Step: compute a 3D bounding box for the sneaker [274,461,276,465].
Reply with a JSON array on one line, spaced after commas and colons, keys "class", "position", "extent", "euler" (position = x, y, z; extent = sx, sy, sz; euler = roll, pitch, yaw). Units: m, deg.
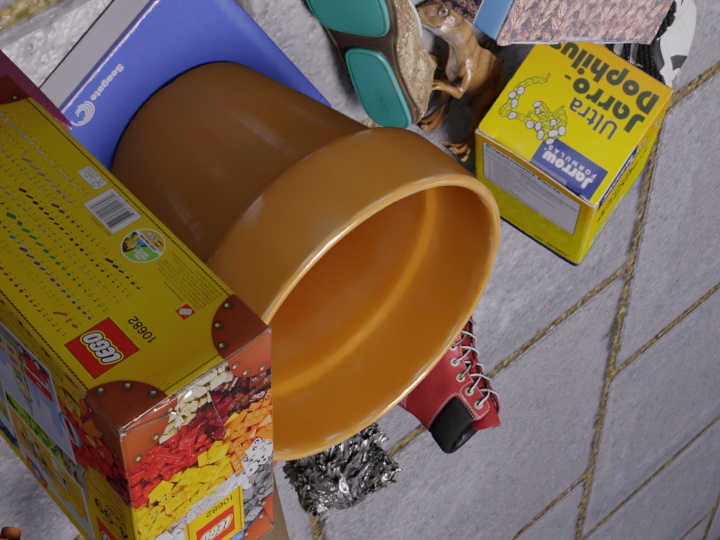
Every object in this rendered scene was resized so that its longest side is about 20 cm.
[{"class": "sneaker", "position": [-0.060, 0.068, 1.007], "extent": [0.098, 0.070, 0.203], "euler": [-21, 132, -68]}]

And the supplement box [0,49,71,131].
[{"class": "supplement box", "position": [-0.253, -0.031, 0.617], "extent": [0.201, 0.086, 0.110], "euler": [-53, 150, 7]}]

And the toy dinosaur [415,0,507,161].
[{"class": "toy dinosaur", "position": [0.094, -0.141, 0.976], "extent": [0.107, 0.060, 0.200], "euler": [-53, 150, 6]}]

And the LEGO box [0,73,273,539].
[{"class": "LEGO box", "position": [-0.128, 0.032, 0.567], "extent": [0.077, 0.200, 0.150], "euler": [-32, 147, -28]}]

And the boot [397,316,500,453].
[{"class": "boot", "position": [0.095, 0.059, 1.124], "extent": [0.072, 0.144, 0.202], "euler": [-6, 129, -48]}]

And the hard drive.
[{"class": "hard drive", "position": [-0.105, -0.102, 0.791], "extent": [0.132, 0.025, 0.200], "euler": [-49, 151, 1]}]

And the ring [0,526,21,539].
[{"class": "ring", "position": [-0.239, 0.207, 0.854], "extent": [0.201, 0.197, 0.019], "euler": [67, 25, -58]}]

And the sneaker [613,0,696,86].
[{"class": "sneaker", "position": [0.255, -0.232, 1.089], "extent": [0.080, 0.073, 0.201], "euler": [-55, 157, -17]}]

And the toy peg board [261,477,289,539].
[{"class": "toy peg board", "position": [-0.131, 0.126, 0.815], "extent": [0.097, 0.201, 0.200], "euler": [-26, 121, 2]}]

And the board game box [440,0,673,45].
[{"class": "board game box", "position": [0.076, -0.221, 0.716], "extent": [0.158, 0.200, 0.098], "euler": [-11, 135, -47]}]

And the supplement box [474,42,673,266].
[{"class": "supplement box", "position": [0.166, -0.096, 1.007], "extent": [0.110, 0.108, 0.200], "euler": [-55, 168, -7]}]

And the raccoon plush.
[{"class": "raccoon plush", "position": [-0.049, 0.077, 0.856], "extent": [0.096, 0.134, 0.201], "euler": [-35, 121, 5]}]

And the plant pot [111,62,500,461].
[{"class": "plant pot", "position": [-0.049, -0.024, 0.745], "extent": [0.199, 0.183, 0.201], "euler": [-33, 148, -24]}]

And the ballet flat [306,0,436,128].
[{"class": "ballet flat", "position": [0.008, -0.174, 0.837], "extent": [0.201, 0.070, 0.066], "euler": [67, 43, -61]}]
